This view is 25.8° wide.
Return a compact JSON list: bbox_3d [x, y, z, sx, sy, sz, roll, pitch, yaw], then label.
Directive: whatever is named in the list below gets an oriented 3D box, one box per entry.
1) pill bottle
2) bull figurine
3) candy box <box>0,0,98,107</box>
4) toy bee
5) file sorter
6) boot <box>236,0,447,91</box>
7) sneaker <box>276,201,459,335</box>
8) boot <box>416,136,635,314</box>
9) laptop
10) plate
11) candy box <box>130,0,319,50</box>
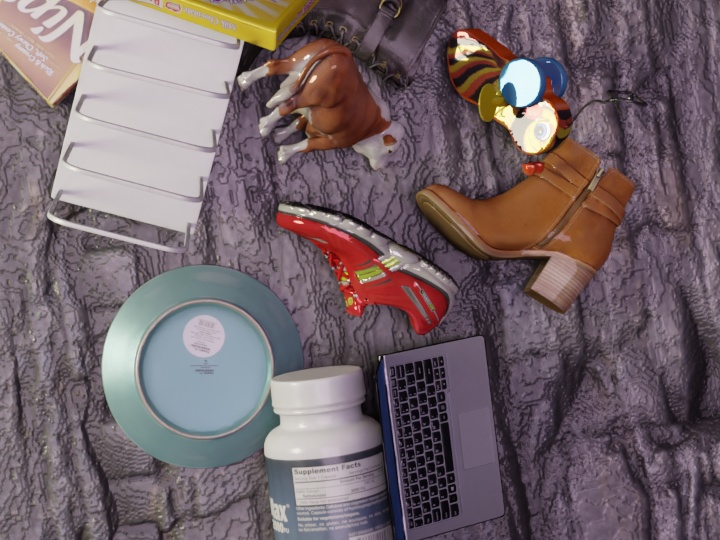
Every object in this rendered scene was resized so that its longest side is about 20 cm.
[{"bbox_3d":[-0.031,0.198,1.508,0.119,0.120,0.201,-7,94,-11],"label":"pill bottle"},{"bbox_3d":[-0.032,-0.150,1.483,0.121,0.200,0.065,-23,61,5],"label":"bull figurine"},{"bbox_3d":[-0.313,-0.264,1.462,0.115,0.055,0.200,-43,100,-5],"label":"candy box"},{"bbox_3d":[0.159,-0.153,1.518,0.130,0.200,0.109,4,114,-39],"label":"toy bee"},{"bbox_3d":[-0.191,-0.133,1.405,0.138,0.125,0.201,14,102,-9],"label":"file sorter"},{"bbox_3d":[-0.021,-0.230,1.516,0.174,0.069,0.201,36,86,-12],"label":"boot"},{"bbox_3d":[0.000,0.000,1.529,0.199,0.077,0.085,29,92,-11],"label":"sneaker"},{"bbox_3d":[0.166,-0.071,1.564,0.199,0.074,0.155,34,81,-14],"label":"boot"},{"bbox_3d":[0.079,0.171,1.501,0.199,0.116,0.189,-9,95,-31],"label":"laptop"},{"bbox_3d":[-0.151,0.095,1.527,0.199,0.026,0.202,-1,93,-10],"label":"plate"},{"bbox_3d":[-0.144,-0.259,1.409,0.199,0.027,0.102,20,44,12],"label":"candy box"}]
